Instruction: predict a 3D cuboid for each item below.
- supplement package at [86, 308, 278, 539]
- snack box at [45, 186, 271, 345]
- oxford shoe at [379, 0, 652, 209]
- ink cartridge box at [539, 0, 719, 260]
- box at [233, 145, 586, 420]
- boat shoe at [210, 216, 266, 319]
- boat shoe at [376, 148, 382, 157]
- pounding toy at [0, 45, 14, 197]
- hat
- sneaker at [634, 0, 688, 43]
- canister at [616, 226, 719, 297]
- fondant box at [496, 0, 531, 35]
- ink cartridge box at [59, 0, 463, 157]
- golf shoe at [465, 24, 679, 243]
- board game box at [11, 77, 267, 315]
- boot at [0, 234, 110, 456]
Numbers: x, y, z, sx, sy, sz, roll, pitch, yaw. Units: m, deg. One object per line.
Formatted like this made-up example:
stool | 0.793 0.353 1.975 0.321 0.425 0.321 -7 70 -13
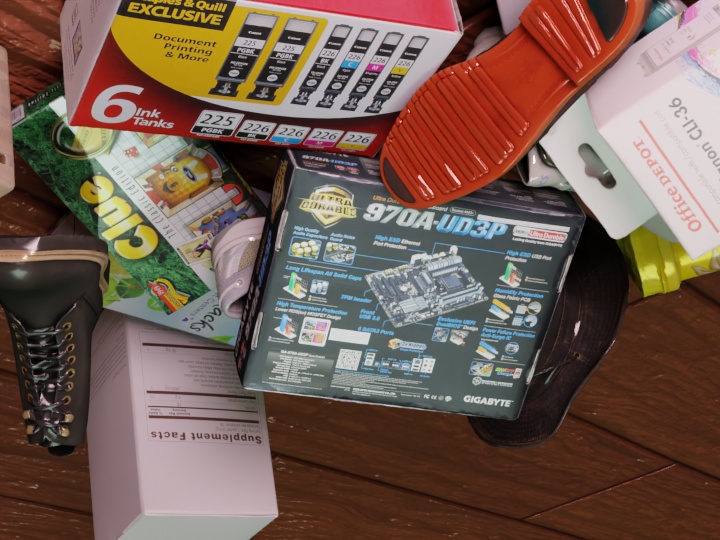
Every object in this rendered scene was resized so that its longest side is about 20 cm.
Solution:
supplement package | -0.154 0.129 1.220 0.119 0.201 0.121 6 150 -28
snack box | -0.119 -0.010 1.100 0.199 0.053 0.142 19 143 -32
oxford shoe | 0.094 -0.103 0.852 0.200 0.071 0.072 -37 172 31
ink cartridge box | 0.210 -0.089 0.851 0.199 0.068 0.117 -33 119 18
box | 0.030 0.011 0.954 0.198 0.046 0.160 8 115 -15
boat shoe | -0.001 -0.001 1.003 0.200 0.065 0.075 -2 134 -10
boat shoe | 0.059 -0.081 1.044 0.070 0.073 0.200 -8 165 -21
pounding toy | -0.320 -0.054 0.868 0.199 0.143 0.184 -26 149 29
hat | 0.116 0.037 1.161 0.081 0.202 0.200 23 141 -28
sneaker | 0.188 -0.116 0.976 0.080 0.071 0.200 -38 153 -4
canister | 0.290 -0.056 1.088 0.199 0.087 0.149 -16 -169 6
fondant box | 0.131 -0.221 0.792 0.143 0.059 0.200 -13 154 7
ink cartridge box | -0.053 -0.153 0.832 0.199 0.084 0.176 3 149 -24
golf shoe | 0.139 -0.072 0.939 0.200 0.097 0.078 41 149 -3
board game box | -0.139 -0.057 0.974 0.104 0.024 0.200 -29 133 10
boot | -0.201 0.051 0.948 0.077 0.140 0.200 2 173 5
